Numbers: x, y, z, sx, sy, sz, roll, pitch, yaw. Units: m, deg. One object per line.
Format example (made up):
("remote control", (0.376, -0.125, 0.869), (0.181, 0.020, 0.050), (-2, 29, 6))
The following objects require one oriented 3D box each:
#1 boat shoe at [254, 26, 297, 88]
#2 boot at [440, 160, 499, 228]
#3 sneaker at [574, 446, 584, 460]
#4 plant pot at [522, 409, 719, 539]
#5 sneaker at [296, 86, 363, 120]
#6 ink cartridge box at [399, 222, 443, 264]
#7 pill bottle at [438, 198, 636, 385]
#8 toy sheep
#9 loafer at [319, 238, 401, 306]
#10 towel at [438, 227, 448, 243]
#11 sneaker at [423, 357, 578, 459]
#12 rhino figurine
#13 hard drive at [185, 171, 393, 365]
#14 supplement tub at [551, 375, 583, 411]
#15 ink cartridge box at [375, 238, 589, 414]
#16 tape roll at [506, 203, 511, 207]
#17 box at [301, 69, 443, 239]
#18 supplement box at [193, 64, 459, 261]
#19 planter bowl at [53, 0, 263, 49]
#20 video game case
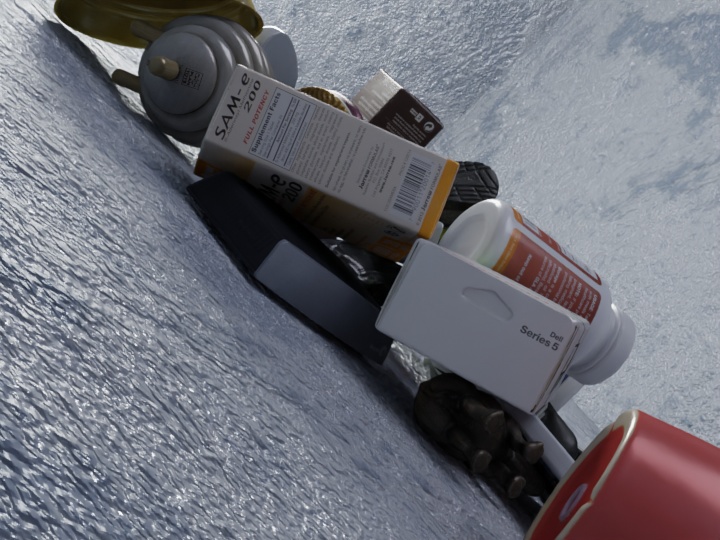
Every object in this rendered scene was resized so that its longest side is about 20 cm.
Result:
("boat shoe", (-0.119, -0.183, 1.379), (0.086, 0.075, 0.202), (35, -36, 27))
("boot", (0.043, -0.072, 1.392), (0.200, 0.068, 0.131), (9, -24, -9))
("sneaker", (0.224, 0.218, 1.334), (0.200, 0.072, 0.083), (48, 5, 30))
("plant pot", (0.209, 0.198, 0.842), (0.177, 0.200, 0.200), (35, 5, 4))
("sneaker", (-0.037, -0.132, 1.256), (0.090, 0.075, 0.200), (20, -1, -35))
("ink cartridge box", (-0.019, -0.057, 1.303), (0.199, 0.041, 0.200), (24, -4, 1))
("pill bottle", (0.173, 0.027, 1.268), (0.200, 0.112, 0.112), (36, 8, -22))
("toy sheep", (-0.151, -0.179, 1.211), (0.138, 0.138, 0.200), (46, 18, 11))
("loafer", (0.000, 0.000, 1.277), (0.070, 0.068, 0.201), (56, 11, 12))
("towel", (0.112, 0.049, 1.389), (0.086, 0.018, 0.200), (31, -43, 54))
("sneaker", (0.141, 0.118, 1.302), (0.200, 0.074, 0.089), (40, -34, 27))
("rhino figurine", (0.107, 0.142, 1.070), (0.087, 0.060, 0.200), (37, -4, 37))
("hard drive", (-0.049, -0.003, 1.066), (0.135, 0.042, 0.200), (49, 7, 38))
("supplement tub", (0.172, 0.087, 1.543), (0.200, 0.144, 0.144), (46, 5, 8))
("ink cartridge box", (0.108, 0.046, 1.080), (0.145, 0.084, 0.200), (28, 4, 12))
("tape roll", (0.100, -0.029, 1.601), (0.200, 0.200, 0.048), (34, 42, -64))
("box", (-0.010, -0.125, 1.456), (0.075, 0.200, 0.100), (40, 6, -25))
("supplement box", (-0.033, -0.085, 1.082), (0.200, 0.074, 0.126), (23, -12, -6))
("planter bowl", (-0.192, -0.281, 1.245), (0.200, 0.084, 0.200), (2, -8, 0))
("video game case", (0.191, 0.209, 1.146), (0.182, 0.023, 0.200), (61, -5, -35))
